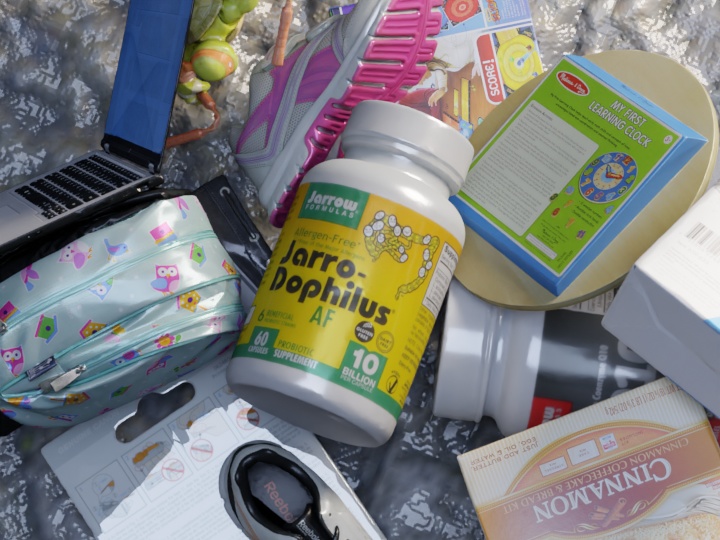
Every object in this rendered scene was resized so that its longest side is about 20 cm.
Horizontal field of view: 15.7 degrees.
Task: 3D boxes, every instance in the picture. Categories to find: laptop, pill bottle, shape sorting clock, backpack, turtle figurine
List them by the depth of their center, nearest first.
[{"bbox_3d":[0.000,0.000,1.647,0.113,0.113,0.200,21,77,2],"label":"pill bottle"},{"bbox_3d":[-0.190,-0.105,1.669,0.200,0.187,0.116,-25,103,-12],"label":"laptop"},{"bbox_3d":[0.139,-0.058,1.669,0.200,0.039,0.200,-23,48,27],"label":"shape sorting clock"},{"bbox_3d":[-0.175,0.028,1.672,0.200,0.167,0.127,-26,90,6],"label":"backpack"},{"bbox_3d":[0.150,0.062,1.701,0.200,0.114,0.114,8,82,0],"label":"pill bottle"},{"bbox_3d":[-0.098,-0.178,1.727,0.064,0.200,0.161,18,54,-20],"label":"turtle figurine"}]

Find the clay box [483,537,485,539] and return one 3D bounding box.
[{"bbox_3d":[0.135,0.216,1.681,0.115,0.048,0.200,1,55,6],"label":"clay box"}]

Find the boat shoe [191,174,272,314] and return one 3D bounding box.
[{"bbox_3d":[-0.046,0.017,1.734,0.066,0.070,0.200,-43,77,-4],"label":"boat shoe"}]

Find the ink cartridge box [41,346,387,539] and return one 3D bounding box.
[{"bbox_3d":[-0.092,0.160,1.725,0.160,0.047,0.200,-34,78,-5],"label":"ink cartridge box"}]

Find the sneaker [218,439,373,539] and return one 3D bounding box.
[{"bbox_3d":[-0.020,0.189,1.654,0.074,0.080,0.200,-44,83,-8],"label":"sneaker"}]

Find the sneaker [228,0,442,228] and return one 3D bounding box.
[{"bbox_3d":[-0.025,-0.130,1.713,0.088,0.081,0.200,41,104,27],"label":"sneaker"}]

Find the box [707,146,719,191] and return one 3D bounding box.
[{"bbox_3d":[0.296,-0.009,1.683,0.200,0.051,0.158,-4,54,-25],"label":"box"}]

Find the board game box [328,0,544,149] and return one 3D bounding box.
[{"bbox_3d":[0.064,-0.093,1.762,0.135,0.034,0.200,-11,82,-1],"label":"board game box"}]

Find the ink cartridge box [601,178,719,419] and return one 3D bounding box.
[{"bbox_3d":[0.254,-0.004,1.584,0.116,0.067,0.200,39,53,14],"label":"ink cartridge box"}]

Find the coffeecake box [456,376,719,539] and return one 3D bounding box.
[{"bbox_3d":[0.166,0.184,1.590,0.153,0.073,0.200,-21,75,4],"label":"coffeecake box"}]
